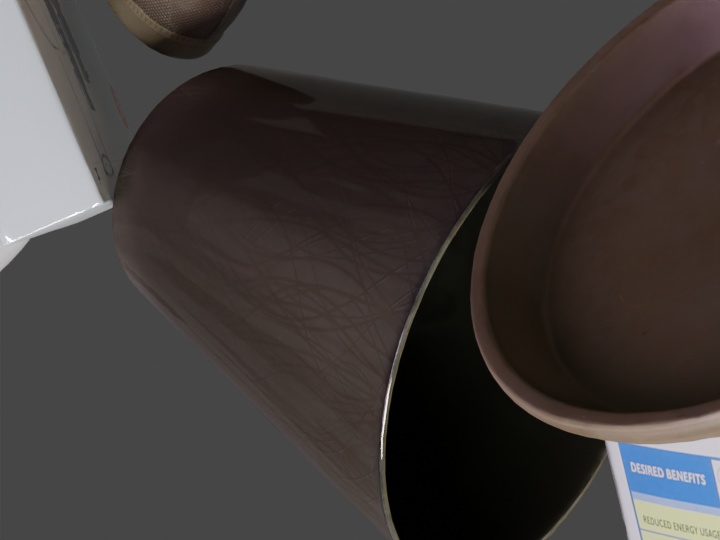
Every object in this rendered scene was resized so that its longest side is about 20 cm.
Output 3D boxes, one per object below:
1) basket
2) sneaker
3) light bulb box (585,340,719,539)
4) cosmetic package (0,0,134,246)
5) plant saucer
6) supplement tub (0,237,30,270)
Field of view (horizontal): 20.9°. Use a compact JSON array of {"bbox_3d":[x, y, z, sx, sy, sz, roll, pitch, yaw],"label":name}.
[{"bbox_3d":[0.000,0.000,0.776,0.199,0.135,0.182,27,105,45],"label":"basket"},{"bbox_3d":[-0.112,-0.190,0.871,0.200,0.070,0.076,50,125,10],"label":"sneaker"},{"bbox_3d":[0.196,0.100,0.601,0.197,0.124,0.202,2,111,50],"label":"light bulb box"},{"bbox_3d":[-0.152,-0.094,0.882,0.200,0.051,0.152,-89,-22,-85],"label":"cosmetic package"},{"bbox_3d":[0.121,-0.028,0.589,0.199,0.201,0.029,0,144,50],"label":"plant saucer"},{"bbox_3d":[-0.269,-0.089,1.037,0.200,0.144,0.146,45,139,24],"label":"supplement tub"}]
